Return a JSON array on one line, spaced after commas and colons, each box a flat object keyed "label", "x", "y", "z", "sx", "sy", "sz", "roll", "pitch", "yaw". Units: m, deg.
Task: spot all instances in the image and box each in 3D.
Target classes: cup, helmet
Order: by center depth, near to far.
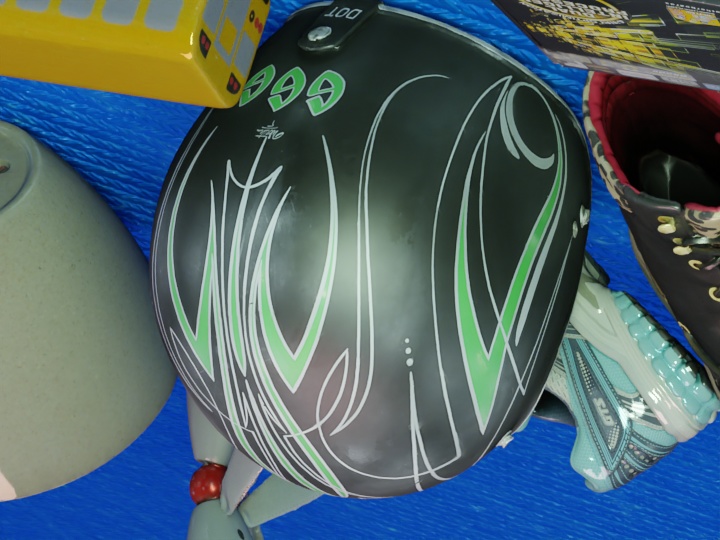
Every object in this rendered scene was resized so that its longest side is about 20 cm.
[{"label": "helmet", "x": 0.000, "y": 0.000, "z": 1.274, "sx": 0.199, "sy": 0.191, "sz": 0.200, "roll": 19, "pitch": 162, "yaw": 7}, {"label": "cup", "x": -0.205, "y": 0.005, "z": 1.542, "sx": 0.199, "sy": 0.201, "sz": 0.144, "roll": 10, "pitch": 135, "yaw": 21}]

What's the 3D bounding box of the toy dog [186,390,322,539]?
[{"label": "toy dog", "x": -0.052, "y": 0.087, "z": 1.651, "sx": 0.096, "sy": 0.201, "sz": 0.132, "roll": -7, "pitch": 180, "yaw": 17}]

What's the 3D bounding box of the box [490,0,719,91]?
[{"label": "box", "x": 0.148, "y": -0.098, "z": 1.048, "sx": 0.199, "sy": 0.049, "sz": 0.161, "roll": 11, "pitch": 176, "yaw": 18}]

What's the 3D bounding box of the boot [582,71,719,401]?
[{"label": "boot", "x": 0.166, "y": 0.002, "z": 1.225, "sx": 0.200, "sy": 0.073, "sz": 0.151, "roll": 58, "pitch": 180, "yaw": 33}]

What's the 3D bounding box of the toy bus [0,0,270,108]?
[{"label": "toy bus", "x": -0.140, "y": -0.125, "z": 1.227, "sx": 0.199, "sy": 0.079, "sz": 0.065, "roll": 10, "pitch": 161, "yaw": 22}]

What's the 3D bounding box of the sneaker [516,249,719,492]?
[{"label": "sneaker", "x": 0.078, "y": 0.023, "z": 1.353, "sx": 0.200, "sy": 0.086, "sz": 0.078, "roll": 47, "pitch": -177, "yaw": 37}]
